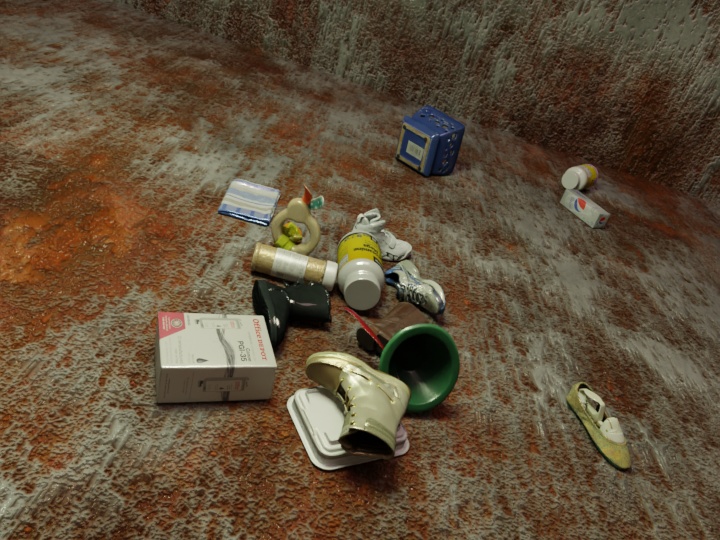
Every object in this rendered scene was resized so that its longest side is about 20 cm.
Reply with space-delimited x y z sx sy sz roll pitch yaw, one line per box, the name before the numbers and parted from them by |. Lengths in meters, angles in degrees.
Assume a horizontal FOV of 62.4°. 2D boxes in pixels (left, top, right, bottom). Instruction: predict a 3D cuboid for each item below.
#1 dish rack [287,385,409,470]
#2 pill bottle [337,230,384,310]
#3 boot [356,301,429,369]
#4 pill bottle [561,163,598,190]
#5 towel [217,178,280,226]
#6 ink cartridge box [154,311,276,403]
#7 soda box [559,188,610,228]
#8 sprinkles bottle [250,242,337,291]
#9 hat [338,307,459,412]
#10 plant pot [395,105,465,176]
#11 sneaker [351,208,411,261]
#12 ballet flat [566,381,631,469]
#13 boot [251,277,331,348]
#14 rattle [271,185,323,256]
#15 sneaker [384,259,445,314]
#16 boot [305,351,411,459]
dish rack | -0.018 0.260 1.058 0.196 0.044 0.172 -2 37 -30
pill bottle | 0.000 0.000 1.410 0.110 0.114 0.202 12 31 -11
boot | 0.111 0.148 1.298 0.185 0.065 0.199 36 30 23
pill bottle | 0.949 -0.402 2.586 0.104 0.106 0.198 38 36 29
towel | -0.302 -0.192 1.636 0.144 0.024 0.201 15 31 -6
ink cartridge box | -0.259 0.151 1.055 0.196 0.084 0.147 3 34 -24
soda box | 0.880 -0.245 2.337 0.067 0.064 0.201 -1 36 -29
sprinkles bottle | -0.153 -0.008 1.382 0.196 0.069 0.069 15 30 -7
hat | 0.084 0.154 1.186 0.163 0.204 0.176 -24 19 -10
plant pot | 0.249 -0.477 2.232 0.199 0.203 0.178 37 42 28
sneaker | 0.062 -0.094 1.591 0.196 0.117 0.076 4 33 -24
ballet flat | 0.500 0.314 1.239 0.069 0.072 0.201 5 34 -22
boot | -0.135 0.088 1.242 0.159 0.074 0.200 8 32 -25
rattle | -0.136 -0.141 1.470 0.128 0.203 0.143 27 31 14
sneaker | 0.128 0.053 1.455 0.084 0.079 0.200 -15 36 -29
boot | -0.019 0.225 1.004 0.196 0.073 0.155 21 33 4
